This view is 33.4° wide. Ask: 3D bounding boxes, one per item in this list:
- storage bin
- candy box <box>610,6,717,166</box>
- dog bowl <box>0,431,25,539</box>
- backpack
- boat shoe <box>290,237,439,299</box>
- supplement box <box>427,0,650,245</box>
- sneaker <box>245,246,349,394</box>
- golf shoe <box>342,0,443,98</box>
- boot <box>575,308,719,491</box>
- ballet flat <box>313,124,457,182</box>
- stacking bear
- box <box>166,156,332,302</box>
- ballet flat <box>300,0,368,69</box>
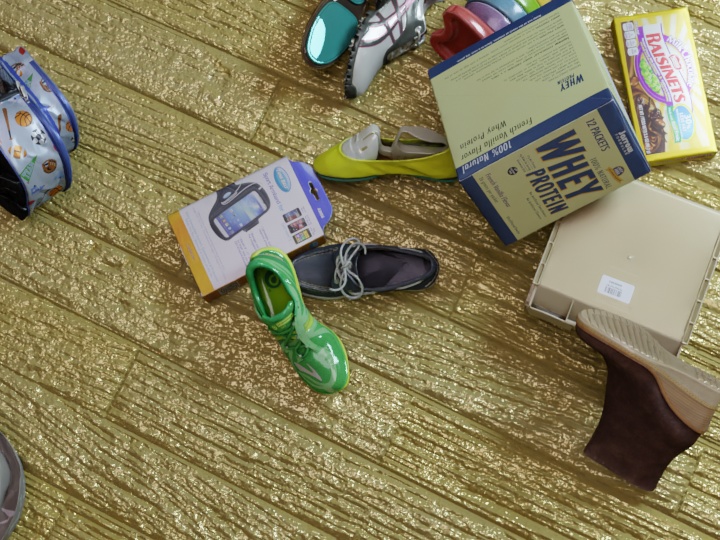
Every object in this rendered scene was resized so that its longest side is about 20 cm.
[{"bbox_3d":[0.323,-0.005,1.462,0.197,0.094,0.201,22,80,9],"label":"storage bin"},{"bbox_3d":[0.391,-0.237,1.547,0.100,0.026,0.204,-8,76,-1],"label":"candy box"},{"bbox_3d":[-0.506,0.273,1.480,0.196,0.059,0.204,-1,76,4],"label":"dog bowl"},{"bbox_3d":[-0.443,-0.172,1.528,0.153,0.200,0.192,-31,79,-17],"label":"backpack"},{"bbox_3d":[0.000,0.000,1.502,0.196,0.062,0.076,3,82,7],"label":"boat shoe"},{"bbox_3d":[0.209,-0.180,1.428,0.198,0.134,0.202,-27,46,17],"label":"supplement box"},{"bbox_3d":[-0.086,0.068,1.468,0.074,0.083,0.202,-33,89,19],"label":"sneaker"},{"bbox_3d":[0.040,-0.309,1.570,0.087,0.077,0.202,24,80,3],"label":"golf shoe"},{"bbox_3d":[0.302,0.154,1.392,0.198,0.073,0.168,31,117,0],"label":"boot"},{"bbox_3d":[0.037,-0.154,1.530,0.196,0.068,0.067,2,42,3],"label":"ballet flat"},{"bbox_3d":[0.199,-0.347,1.550,0.113,0.121,0.201,40,74,0],"label":"stacking bear"},{"bbox_3d":[-0.135,-0.058,1.541,0.198,0.042,0.120,-26,76,-4],"label":"box"},{"bbox_3d":[-0.031,-0.347,1.586,0.067,0.072,0.202,32,74,-26],"label":"ballet flat"}]
